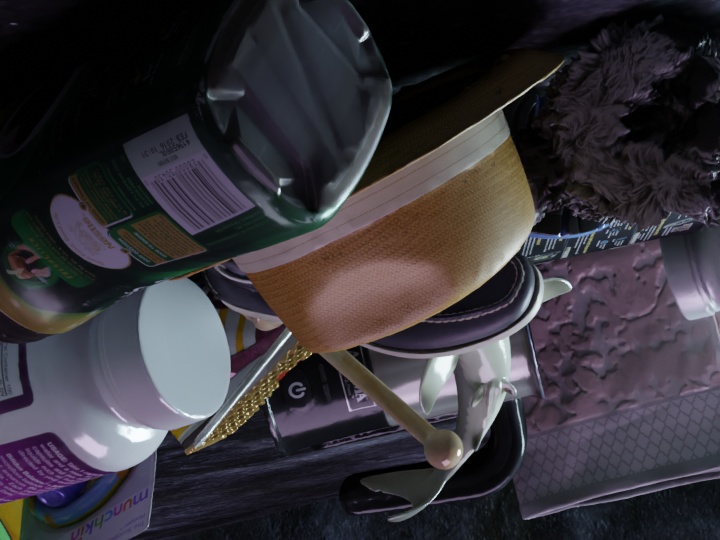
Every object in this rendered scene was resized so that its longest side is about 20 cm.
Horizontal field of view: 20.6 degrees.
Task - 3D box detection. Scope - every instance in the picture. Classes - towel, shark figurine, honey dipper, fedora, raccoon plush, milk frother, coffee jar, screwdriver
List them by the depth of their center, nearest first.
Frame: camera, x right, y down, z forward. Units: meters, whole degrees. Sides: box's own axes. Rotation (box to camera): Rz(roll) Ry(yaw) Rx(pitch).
[{"bbox_3d":[-0.087,-0.040,0.770,0.199,0.085,0.105,-20,-149,43],"label":"coffee jar"},{"bbox_3d":[0.012,-0.024,0.862,0.199,0.082,0.201,-27,-171,5],"label":"fedora"},{"bbox_3d":[0.130,-0.071,0.961,0.199,0.098,0.134,-2,-175,29],"label":"raccoon plush"},{"bbox_3d":[-0.037,0.031,1.132,0.029,0.028,0.200,-33,-165,48],"label":"screwdriver"},{"bbox_3d":[-0.013,0.053,1.160,0.038,0.200,0.038,-34,148,-26],"label":"honey dipper"},{"bbox_3d":[0.055,0.052,1.226,0.127,0.090,0.216,-17,131,-20],"label":"shark figurine"},{"bbox_3d":[0.171,0.066,1.391,0.199,0.193,0.032,-18,176,33],"label":"towel"},{"bbox_3d":[0.028,0.054,1.401,0.187,0.182,0.201,-12,-149,5],"label":"milk frother"}]

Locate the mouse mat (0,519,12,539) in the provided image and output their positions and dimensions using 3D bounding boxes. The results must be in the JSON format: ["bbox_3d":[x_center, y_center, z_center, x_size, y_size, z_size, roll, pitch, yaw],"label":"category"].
[{"bbox_3d":[-0.269,0.120,1.206,0.008,0.201,0.161,-37,166,4],"label":"mouse mat"}]

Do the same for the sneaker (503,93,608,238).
[{"bbox_3d":[0.046,-0.048,1.016,0.198,0.076,0.078,-1,177,-11],"label":"sneaker"}]

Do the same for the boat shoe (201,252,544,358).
[{"bbox_3d":[0.000,0.000,1.089,0.198,0.073,0.063,6,158,21],"label":"boat shoe"}]

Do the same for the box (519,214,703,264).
[{"bbox_3d":[0.131,-0.046,1.155,0.159,0.044,0.200,-12,170,0],"label":"box"}]

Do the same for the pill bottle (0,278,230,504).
[{"bbox_3d":[-0.175,0.066,1.119,0.199,0.113,0.112,-17,168,30],"label":"pill bottle"}]

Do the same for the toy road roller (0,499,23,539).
[{"bbox_3d":[-0.281,0.141,1.413,0.199,0.147,0.123,-5,167,-34],"label":"toy road roller"}]

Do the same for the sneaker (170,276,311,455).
[{"bbox_3d":[-0.070,0.026,1.257,0.200,0.090,0.075,-44,170,19],"label":"sneaker"}]

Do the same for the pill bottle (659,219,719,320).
[{"bbox_3d":[0.295,-0.026,1.263,0.199,0.112,0.111,-16,169,22],"label":"pill bottle"}]

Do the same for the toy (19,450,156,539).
[{"bbox_3d":[-0.178,0.096,1.223,0.115,0.201,0.047,-32,124,26],"label":"toy"}]
